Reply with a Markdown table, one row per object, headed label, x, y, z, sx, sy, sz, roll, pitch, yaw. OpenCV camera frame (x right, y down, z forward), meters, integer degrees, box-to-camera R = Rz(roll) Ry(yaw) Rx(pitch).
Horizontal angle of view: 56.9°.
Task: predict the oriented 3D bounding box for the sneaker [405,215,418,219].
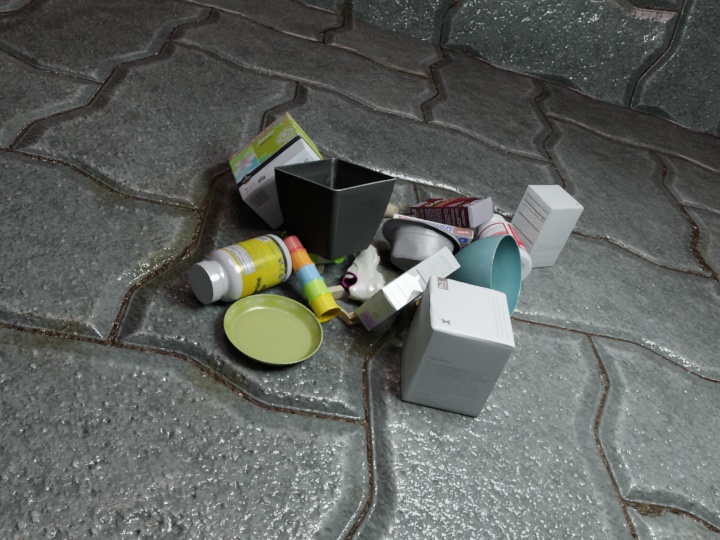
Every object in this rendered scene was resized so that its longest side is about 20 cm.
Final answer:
| label | x | y | z | sx | sy | sz | roll | pitch | yaw |
| --- | --- | --- | --- | --- | --- | --- | --- | --- | --- |
| sneaker | 0.193 | -0.078 | 1.753 | 0.200 | 0.077 | 0.089 | 39 | 27 | 18 |

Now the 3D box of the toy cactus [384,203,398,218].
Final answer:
| label | x | y | z | sx | sy | sz | roll | pitch | yaw |
| --- | --- | --- | --- | --- | --- | --- | --- | --- | --- |
| toy cactus | 0.018 | -0.157 | 1.731 | 0.165 | 0.102 | 0.200 | 14 | 45 | 26 |

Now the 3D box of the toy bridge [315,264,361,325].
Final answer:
| label | x | y | z | sx | sy | sz | roll | pitch | yaw |
| --- | --- | --- | --- | --- | --- | --- | --- | --- | --- |
| toy bridge | -0.070 | 0.053 | 1.480 | 0.067 | 0.027 | 0.200 | -9 | 44 | -33 |

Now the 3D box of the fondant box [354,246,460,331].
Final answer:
| label | x | y | z | sx | sy | sz | roll | pitch | yaw |
| --- | --- | --- | --- | --- | --- | --- | --- | --- | --- |
| fondant box | 0.099 | 0.040 | 1.417 | 0.200 | 0.144 | 0.058 | -31 | 83 | -32 |

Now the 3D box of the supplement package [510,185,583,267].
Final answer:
| label | x | y | z | sx | sy | sz | roll | pitch | yaw |
| --- | --- | --- | --- | --- | --- | --- | --- | --- | --- |
| supplement package | 0.494 | -0.120 | 1.817 | 0.117 | 0.200 | 0.117 | -3 | 40 | -29 |

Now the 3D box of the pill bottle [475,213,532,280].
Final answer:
| label | x | y | z | sx | sy | sz | roll | pitch | yaw |
| --- | --- | --- | --- | --- | --- | --- | --- | --- | --- |
| pill bottle | 0.371 | -0.061 | 1.759 | 0.112 | 0.113 | 0.200 | 8 | 36 | -14 |

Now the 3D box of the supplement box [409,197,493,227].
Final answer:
| label | x | y | z | sx | sy | sz | roll | pitch | yaw |
| --- | --- | --- | --- | --- | --- | --- | --- | --- | --- |
| supplement box | 0.246 | -0.158 | 1.800 | 0.200 | 0.061 | 0.109 | 3 | 20 | 41 |

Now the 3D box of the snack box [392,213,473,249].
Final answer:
| label | x | y | z | sx | sy | sz | roll | pitch | yaw |
| --- | --- | --- | --- | --- | --- | --- | --- | --- | --- |
| snack box | 0.175 | -0.093 | 1.650 | 0.199 | 0.072 | 0.024 | 12 | 62 | 1 |

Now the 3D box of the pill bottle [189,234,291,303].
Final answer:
| label | x | y | z | sx | sy | sz | roll | pitch | yaw |
| --- | --- | --- | --- | --- | --- | --- | --- | --- | --- |
| pill bottle | -0.252 | 0.000 | 1.397 | 0.200 | 0.113 | 0.112 | -22 | 51 | -42 |

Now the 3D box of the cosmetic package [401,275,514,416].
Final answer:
| label | x | y | z | sx | sy | sz | roll | pitch | yaw |
| --- | --- | --- | --- | --- | --- | --- | --- | --- | --- |
| cosmetic package | 0.185 | 0.149 | 1.315 | 0.164 | 0.200 | 0.165 | 14 | 36 | -6 |

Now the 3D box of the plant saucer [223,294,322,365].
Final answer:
| label | x | y | z | sx | sy | sz | roll | pitch | yaw |
| --- | --- | --- | --- | --- | --- | --- | --- | --- | --- |
| plant saucer | -0.176 | 0.124 | 1.335 | 0.199 | 0.031 | 0.200 | 12 | 36 | -9 |

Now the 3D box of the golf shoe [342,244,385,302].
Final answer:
| label | x | y | z | sx | sy | sz | roll | pitch | yaw |
| --- | --- | --- | --- | --- | --- | --- | --- | --- | --- |
| golf shoe | 0.000 | 0.000 | 1.547 | 0.091 | 0.076 | 0.200 | 4 | 36 | -14 |

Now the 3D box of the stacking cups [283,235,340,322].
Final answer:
| label | x | y | z | sx | sy | sz | roll | pitch | yaw |
| --- | --- | --- | --- | --- | --- | --- | --- | --- | --- |
| stacking cups | -0.116 | 0.017 | 1.439 | 0.060 | 0.061 | 0.200 | -14 | 61 | -37 |

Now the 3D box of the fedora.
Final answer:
| label | x | y | z | sx | sy | sz | roll | pitch | yaw |
| --- | --- | --- | --- | --- | --- | --- | --- | --- | --- |
| fedora | 0.141 | -0.045 | 1.626 | 0.199 | 0.177 | 0.091 | 15 | 64 | -5 |

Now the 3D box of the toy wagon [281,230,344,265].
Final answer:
| label | x | y | z | sx | sy | sz | roll | pitch | yaw |
| --- | --- | --- | --- | --- | --- | --- | --- | --- | --- |
| toy wagon | -0.135 | -0.051 | 1.559 | 0.199 | 0.040 | 0.155 | -7 | 26 | -27 |

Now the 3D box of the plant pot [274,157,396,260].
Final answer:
| label | x | y | z | sx | sy | sz | roll | pitch | yaw |
| --- | --- | --- | --- | --- | --- | --- | --- | --- | --- |
| plant pot | -0.065 | -0.137 | 1.501 | 0.200 | 0.178 | 0.199 | 25 | 29 | 36 |

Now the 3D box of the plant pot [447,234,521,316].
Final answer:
| label | x | y | z | sx | sy | sz | roll | pitch | yaw |
| --- | --- | --- | --- | --- | --- | --- | --- | --- | --- |
| plant pot | 0.286 | 0.013 | 1.581 | 0.134 | 0.201 | 0.200 | 3 | 25 | 33 |

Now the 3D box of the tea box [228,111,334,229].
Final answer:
| label | x | y | z | sx | sy | sz | roll | pitch | yaw |
| --- | --- | --- | --- | --- | --- | --- | --- | --- | --- |
| tea box | -0.200 | -0.250 | 1.655 | 0.134 | 0.200 | 0.197 | 46 | 11 | -43 |

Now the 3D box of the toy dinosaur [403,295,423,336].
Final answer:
| label | x | y | z | sx | sy | sz | roll | pitch | yaw |
| --- | --- | --- | --- | --- | --- | --- | --- | --- | --- |
| toy dinosaur | 0.123 | 0.091 | 1.439 | 0.060 | 0.107 | 0.200 | 0 | -1 | 3 |
